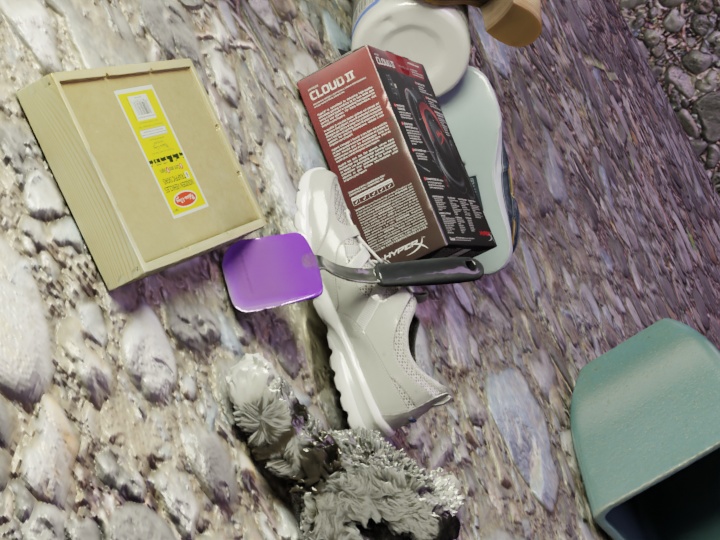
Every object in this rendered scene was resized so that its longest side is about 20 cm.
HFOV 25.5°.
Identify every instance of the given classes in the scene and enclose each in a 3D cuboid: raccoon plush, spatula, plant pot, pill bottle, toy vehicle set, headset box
[{"bbox_3d":[0.004,0.121,1.026,0.202,0.096,0.134,64,12,-5],"label":"raccoon plush"},{"bbox_3d":[0.000,0.000,1.083,0.198,0.021,0.057,0,54,-31],"label":"spatula"},{"bbox_3d":[0.329,0.173,1.663,0.196,0.195,0.201,45,17,-43],"label":"plant pot"},{"bbox_3d":[0.047,-0.261,1.533,0.114,0.113,0.201,52,24,-33],"label":"pill bottle"},{"bbox_3d":[-0.129,-0.066,0.984,0.125,0.026,0.200,65,20,-1],"label":"toy vehicle set"},{"bbox_3d":[0.030,-0.098,1.355,0.202,0.074,0.148,68,20,7],"label":"headset box"}]

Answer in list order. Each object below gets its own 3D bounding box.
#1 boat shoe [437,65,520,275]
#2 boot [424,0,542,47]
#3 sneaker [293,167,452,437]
[{"bbox_3d":[0.113,-0.100,1.559,0.091,0.070,0.203,-35,118,-75],"label":"boat shoe"},{"bbox_3d":[0.091,-0.307,1.449,0.199,0.077,0.156,28,37,-30],"label":"boot"},{"bbox_3d":[0.008,0.019,1.138,0.075,0.081,0.202,33,39,-80],"label":"sneaker"}]
